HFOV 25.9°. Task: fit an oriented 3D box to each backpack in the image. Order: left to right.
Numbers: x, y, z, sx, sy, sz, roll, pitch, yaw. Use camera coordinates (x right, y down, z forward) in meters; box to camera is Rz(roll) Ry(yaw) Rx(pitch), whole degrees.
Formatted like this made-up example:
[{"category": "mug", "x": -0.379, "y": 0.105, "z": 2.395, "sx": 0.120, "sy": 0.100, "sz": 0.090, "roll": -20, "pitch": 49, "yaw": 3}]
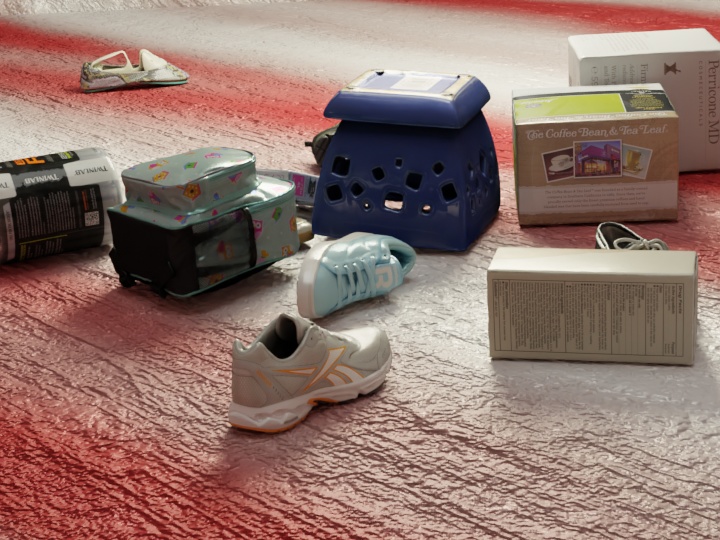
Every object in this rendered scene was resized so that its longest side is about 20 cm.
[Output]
[{"category": "backpack", "x": -0.170, "y": -0.060, "z": 1.777, "sx": 0.199, "sy": 0.155, "sz": 0.175, "roll": -10, "pitch": 13, "yaw": -38}]

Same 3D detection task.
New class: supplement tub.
[{"category": "supplement tub", "x": -0.396, "y": -0.076, "z": 1.900, "sx": 0.198, "sy": 0.124, "sz": 0.122, "roll": -12, "pitch": 20, "yaw": -24}]

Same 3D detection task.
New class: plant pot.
[{"category": "plant pot", "x": 0.060, "y": -0.143, "z": 1.908, "sx": 0.198, "sy": 0.182, "sz": 0.200, "roll": 5, "pitch": 19, "yaw": 16}]

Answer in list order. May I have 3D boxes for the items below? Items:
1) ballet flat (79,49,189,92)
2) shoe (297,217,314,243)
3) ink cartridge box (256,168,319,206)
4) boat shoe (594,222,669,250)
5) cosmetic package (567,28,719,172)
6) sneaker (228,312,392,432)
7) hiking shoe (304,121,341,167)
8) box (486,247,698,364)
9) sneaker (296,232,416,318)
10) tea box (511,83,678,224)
[{"category": "ballet flat", "x": -0.412, "y": -0.366, "z": 2.845, "sx": 0.198, "sy": 0.073, "sz": 0.072, "roll": -6, "pitch": 19, "yaw": -9}, {"category": "shoe", "x": -0.149, "y": -0.061, "z": 1.919, "sx": 0.198, "sy": 0.054, "sz": 0.070, "roll": 5, "pitch": 20, "yaw": 24}, {"category": "ink cartridge box", "x": -0.101, "y": -0.106, "z": 2.005, "sx": 0.118, "sy": 0.042, "sz": 0.200, "roll": 5, "pitch": 3, "yaw": 23}, {"category": "boat shoe", "x": 0.296, "y": -0.003, "z": 1.643, "sx": 0.073, "sy": 0.069, "sz": 0.200, "roll": -6, "pitch": 19, "yaw": -7}, {"category": "cosmetic package", "x": 0.390, "y": -0.233, "z": 2.149, "sx": 0.198, "sy": 0.169, "sz": 0.167, "roll": -3, "pitch": 18, "yaw": 3}, {"category": "sneaker", "x": -0.041, "y": 0.075, "z": 1.436, "sx": 0.075, "sy": 0.093, "sz": 0.199, "roll": 12, "pitch": 24, "yaw": 37}, {"category": "hiking shoe", "x": 0.019, "y": -0.199, "z": 2.259, "sx": 0.198, "sy": 0.076, "sz": 0.101, "roll": -9, "pitch": 23, "yaw": -14}, {"category": "box", "x": 0.225, "y": 0.033, "z": 1.515, "sx": 0.198, "sy": 0.096, "sz": 0.078, "roll": 3, "pitch": 19, "yaw": 13}, {"category": "sneaker", "x": 0.000, "y": 0.000, "z": 1.681, "sx": 0.081, "sy": 0.075, "sz": 0.200, "roll": 2, "pitch": 20, "yaw": 25}, {"category": "tea box", "x": 0.292, "y": -0.150, "z": 1.975, "sx": 0.198, "sy": 0.135, "sz": 0.197, "roll": -2, "pitch": 18, "yaw": 6}]
